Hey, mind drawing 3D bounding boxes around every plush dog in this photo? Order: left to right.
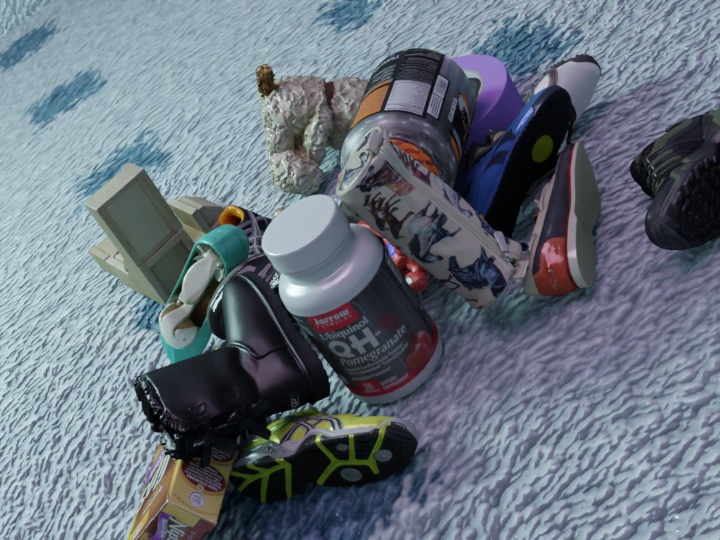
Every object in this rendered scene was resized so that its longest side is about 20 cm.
[{"bbox_3d":[-0.046,-0.211,1.541,0.170,0.161,0.200,-8,33,-4],"label":"plush dog"}]

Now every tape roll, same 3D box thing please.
[{"bbox_3d":[0.101,-0.177,1.415,0.199,0.066,0.201,-23,34,17],"label":"tape roll"}]

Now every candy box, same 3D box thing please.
[{"bbox_3d":[-0.165,0.187,1.136,0.117,0.056,0.201,-51,19,37],"label":"candy box"}]

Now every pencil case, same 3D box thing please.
[{"bbox_3d":[0.065,-0.050,1.087,0.089,0.200,0.078,-33,24,49],"label":"pencil case"}]

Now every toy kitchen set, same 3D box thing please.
[{"bbox_3d":[-0.284,-0.088,1.533,0.163,0.181,0.199,-45,38,-19],"label":"toy kitchen set"}]

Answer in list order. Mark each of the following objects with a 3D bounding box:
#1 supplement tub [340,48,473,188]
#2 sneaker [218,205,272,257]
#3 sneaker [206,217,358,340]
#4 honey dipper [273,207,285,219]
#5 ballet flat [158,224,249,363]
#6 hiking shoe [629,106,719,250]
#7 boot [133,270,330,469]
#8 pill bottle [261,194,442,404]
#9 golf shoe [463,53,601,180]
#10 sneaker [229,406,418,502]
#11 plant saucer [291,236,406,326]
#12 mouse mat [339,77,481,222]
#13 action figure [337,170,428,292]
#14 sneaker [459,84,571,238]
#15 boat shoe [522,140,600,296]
[{"bbox_3d":[0.048,-0.136,1.205,0.122,0.123,0.201,-17,31,25],"label":"supplement tub"},{"bbox_3d":[-0.139,-0.010,1.380,0.078,0.077,0.200,-50,22,21],"label":"sneaker"},{"bbox_3d":[-0.075,0.023,1.235,0.198,0.077,0.114,-27,26,1],"label":"sneaker"},{"bbox_3d":[-0.071,-0.064,1.412,0.038,0.038,0.200,-41,14,-11],"label":"honey dipper"},{"bbox_3d":[-0.192,0.034,1.309,0.070,0.067,0.201,-21,-34,-58],"label":"ballet flat"},{"bbox_3d":[0.304,-0.082,1.112,0.100,0.076,0.200,-12,28,45],"label":"hiking shoe"},{"bbox_3d":[-0.138,0.090,1.107,0.162,0.074,0.198,-21,44,-20],"label":"boot"},{"bbox_3d":[-0.010,0.026,1.117,0.110,0.200,0.111,-24,34,17],"label":"pill bottle"},{"bbox_3d":[0.211,-0.153,1.285,0.200,0.078,0.094,-47,41,-5],"label":"golf shoe"},{"bbox_3d":[-0.036,0.158,1.086,0.199,0.076,0.077,-14,39,27],"label":"sneaker"},{"bbox_3d":[0.000,0.000,1.301,0.199,0.035,0.201,-24,33,16],"label":"plant saucer"},{"bbox_3d":[0.053,-0.131,1.333,0.160,0.008,0.201,-3,62,38],"label":"mouse mat"},{"bbox_3d":[0.030,-0.041,1.232,0.052,0.065,0.200,-41,40,8],"label":"action figure"},{"bbox_3d":[0.147,-0.109,1.212,0.078,0.066,0.201,40,108,46],"label":"sneaker"},{"bbox_3d":[0.201,-0.054,1.162,0.062,0.071,0.201,-17,40,30],"label":"boat shoe"}]
